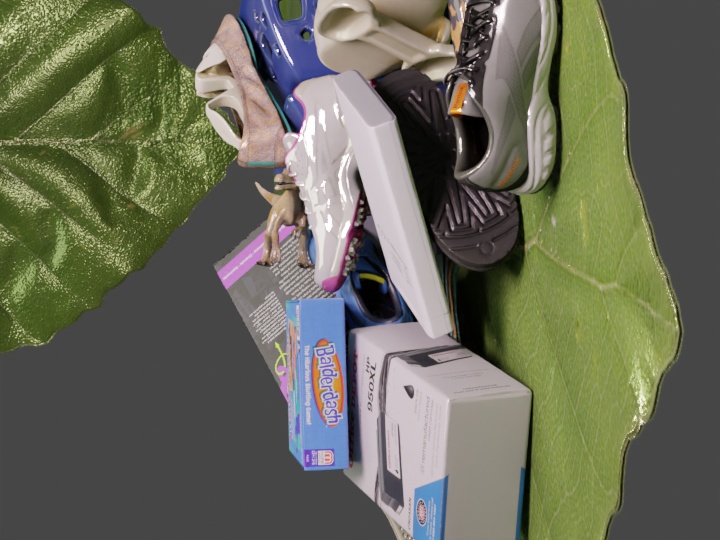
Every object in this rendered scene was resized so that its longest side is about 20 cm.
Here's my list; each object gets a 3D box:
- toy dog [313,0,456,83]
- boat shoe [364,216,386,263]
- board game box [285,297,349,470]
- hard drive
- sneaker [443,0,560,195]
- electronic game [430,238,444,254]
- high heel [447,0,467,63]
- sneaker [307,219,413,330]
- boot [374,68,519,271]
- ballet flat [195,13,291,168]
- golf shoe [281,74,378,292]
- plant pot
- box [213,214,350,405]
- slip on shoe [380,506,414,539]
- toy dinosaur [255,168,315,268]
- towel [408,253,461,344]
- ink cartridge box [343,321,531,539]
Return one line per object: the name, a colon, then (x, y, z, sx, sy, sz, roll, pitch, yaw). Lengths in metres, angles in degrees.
toy dog: (0.040, -0.274, 1.433, 0.194, 0.138, 0.202, 153, 135, -68)
boat shoe: (0.031, -0.068, 1.624, 0.066, 0.071, 0.201, -60, -13, -29)
board game box: (-0.042, 0.103, 1.521, 0.200, 0.044, 0.154, 174, 95, -83)
hard drive: (0.028, -0.057, 1.369, 0.132, 0.026, 0.202, -122, 12, -61)
sneaker: (0.100, -0.156, 1.199, 0.074, 0.079, 0.203, 4, 99, 60)
electronic game: (0.064, 0.047, 1.675, 0.200, 0.041, 0.202, -174, 90, -82)
high heel: (0.085, -0.249, 1.331, 0.143, 0.071, 0.201, 109, 149, -51)
sneaker: (0.000, 0.000, 1.556, 0.079, 0.065, 0.201, 89, 159, -50)
boot: (0.077, -0.060, 1.418, 0.158, 0.079, 0.212, 81, 166, -60)
ballet flat: (-0.122, -0.175, 1.556, 0.068, 0.067, 0.201, 91, 159, -47)
golf shoe: (-0.031, -0.083, 1.490, 0.075, 0.091, 0.202, -5, -77, -82)
plant pot: (-0.010, -0.200, 1.617, 0.200, 0.198, 0.182, 109, 149, -66)
box: (-0.054, 0.036, 1.661, 0.036, 0.143, 0.201, 3, -127, -57)
slip on shoe: (0.043, 0.214, 1.668, 0.061, 0.073, 0.202, -120, 7, -85)
toy dinosaur: (-0.071, -0.054, 1.589, 0.200, 0.058, 0.102, 164, 111, -80)
towel: (0.068, 0.085, 1.529, 0.147, 0.021, 0.202, -178, 84, -73)
ink cartridge box: (0.061, 0.143, 1.407, 0.200, 0.083, 0.146, -148, 58, -61)
